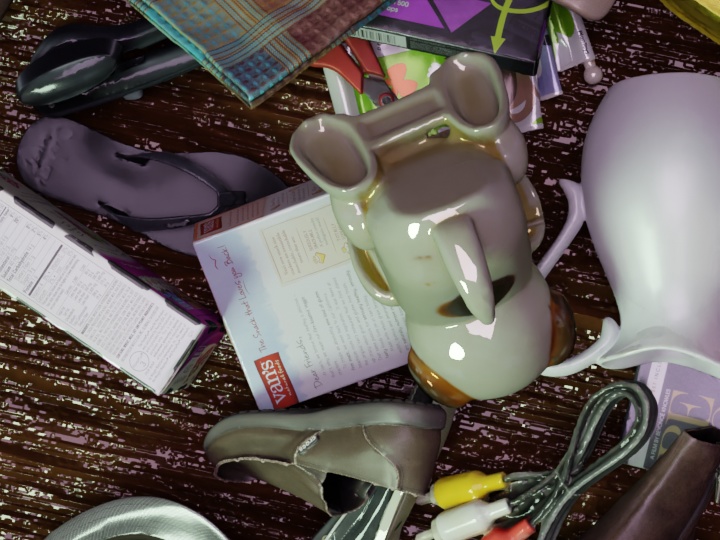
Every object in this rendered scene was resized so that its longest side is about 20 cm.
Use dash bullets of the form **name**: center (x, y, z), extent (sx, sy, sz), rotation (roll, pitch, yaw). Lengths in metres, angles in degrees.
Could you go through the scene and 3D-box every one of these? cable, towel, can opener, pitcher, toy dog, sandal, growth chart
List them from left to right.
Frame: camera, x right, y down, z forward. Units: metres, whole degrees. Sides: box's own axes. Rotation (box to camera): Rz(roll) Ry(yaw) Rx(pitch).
- **sandal**: center (-0.146, -0.055, 1.488), extent (0.200, 0.043, 0.076), rotation (13, 90, 3)
- **can opener**: center (-0.141, -0.153, 1.469), extent (0.200, 0.079, 0.063), rotation (-19, 127, 0)
- **towel**: center (-0.083, -0.208, 1.439), extent (0.147, 0.022, 0.200), rotation (-39, 61, -15)
- **growth chart**: center (0.069, -0.144, 1.491), extent (0.200, 0.018, 0.145), rotation (-24, 88, 5)
- **toy dog**: center (0.070, -0.007, 1.340), extent (0.139, 0.200, 0.194), rotation (-30, 44, -9)
- **cable**: center (0.122, 0.152, 1.433), extent (0.200, 0.050, 0.097), rotation (-38, 63, 33)
- **pitcher**: center (0.184, -0.026, 1.427), extent (0.171, 0.121, 0.201), rotation (0, 81, 4)

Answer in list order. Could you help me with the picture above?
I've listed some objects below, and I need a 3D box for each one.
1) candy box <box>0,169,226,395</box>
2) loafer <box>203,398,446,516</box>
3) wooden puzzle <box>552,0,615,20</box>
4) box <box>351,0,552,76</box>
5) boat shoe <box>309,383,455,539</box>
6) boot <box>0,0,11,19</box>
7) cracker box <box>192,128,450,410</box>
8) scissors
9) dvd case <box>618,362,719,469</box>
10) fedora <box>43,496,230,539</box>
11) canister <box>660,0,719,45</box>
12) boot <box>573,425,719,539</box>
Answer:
- **candy box**: center (-0.193, 0.005, 1.444), extent (0.200, 0.136, 0.061), rotation (34, 91, 4)
- **loafer**: center (-0.030, 0.128, 1.419), extent (0.200, 0.073, 0.071), rotation (-11, 74, 44)
- **wooden puzzle**: center (0.118, -0.290, 1.433), extent (0.200, 0.037, 0.185), rotation (29, 81, 7)
- **box**: center (0.073, -0.246, 1.463), extent (0.143, 0.036, 0.201), rotation (12, 78, 6)
- **boat shoe**: center (0.009, 0.143, 1.461), extent (0.068, 0.072, 0.200), rotation (29, 101, 13)
- **boot**: center (-0.283, -0.287, 1.475), extent (0.200, 0.072, 0.166), rotation (39, 91, 0)
- **cracker box**: center (0.000, 0.000, 1.457), extent (0.200, 0.058, 0.134), rotation (-20, 106, 2)
- **scissors**: center (0.005, -0.124, 1.483), extent (0.073, 0.014, 0.200), rotation (-27, 90, 0)
- **dvd case**: center (0.291, 0.085, 1.479), extent (0.199, 0.016, 0.149), rotation (14, 91, 4)
- **fedora**: center (-0.150, 0.245, 1.463), extent (0.177, 0.090, 0.200), rotation (45, 98, 4)
- **canister**: center (0.316, -0.234, 1.446), extent (0.148, 0.087, 0.200), rotation (34, 90, 2)
- **boot**: center (0.167, 0.172, 1.397), extent (0.072, 0.200, 0.167), rotation (38, 106, 27)
